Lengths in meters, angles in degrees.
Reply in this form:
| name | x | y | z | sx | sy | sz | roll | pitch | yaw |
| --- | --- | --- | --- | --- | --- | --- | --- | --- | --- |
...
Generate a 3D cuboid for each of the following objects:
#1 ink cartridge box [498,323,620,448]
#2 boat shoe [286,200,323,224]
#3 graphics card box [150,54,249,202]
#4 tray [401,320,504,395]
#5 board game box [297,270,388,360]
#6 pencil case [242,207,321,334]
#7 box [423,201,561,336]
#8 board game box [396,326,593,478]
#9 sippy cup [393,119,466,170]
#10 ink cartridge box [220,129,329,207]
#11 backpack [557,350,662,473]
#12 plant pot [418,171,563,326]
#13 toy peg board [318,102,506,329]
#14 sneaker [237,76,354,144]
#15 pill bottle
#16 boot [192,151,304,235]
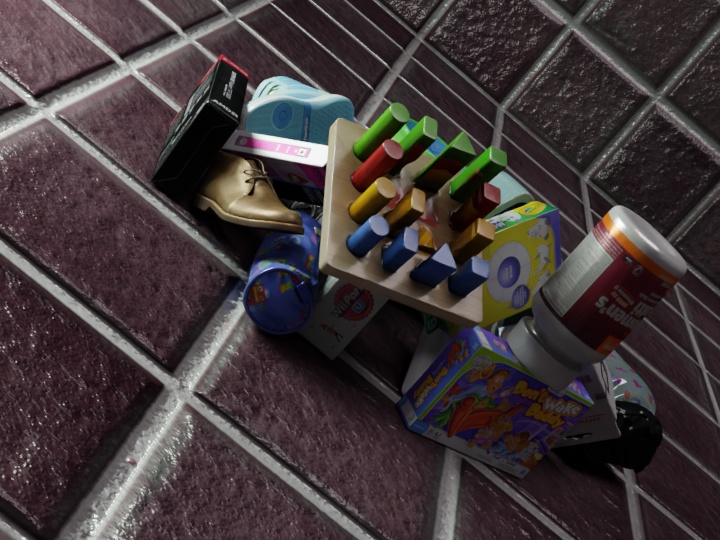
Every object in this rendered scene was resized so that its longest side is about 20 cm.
| name | x | y | z | sx | sy | sz | roll | pitch | yaw |
| --- | --- | --- | --- | --- | --- | --- | --- | --- | --- |
| ink cartridge box | 0.255 | 0.143 | 1.551 | 0.201 | 0.115 | 0.067 | 59 | 26 | -46 |
| boat shoe | -0.068 | -0.062 | 1.595 | 0.071 | 0.072 | 0.200 | 31 | 9 | -3 |
| graphics card box | -0.194 | -0.178 | 1.497 | 0.051 | 0.126 | 0.200 | 35 | 19 | -15 |
| tray | 0.125 | 0.085 | 1.496 | 0.107 | 0.022 | 0.201 | 32 | 64 | -21 |
| board game box | 0.000 | 0.000 | 1.448 | 0.064 | 0.148 | 0.200 | 40 | 19 | -8 |
| pencil case | -0.080 | -0.002 | 1.392 | 0.079 | 0.086 | 0.200 | 62 | 13 | -19 |
| box | 0.156 | 0.000 | 1.466 | 0.199 | 0.119 | 0.048 | -20 | 25 | -29 |
| board game box | 0.159 | 0.156 | 1.431 | 0.199 | 0.135 | 0.045 | 27 | 22 | -34 |
| sippy cup | 0.080 | -0.152 | 1.965 | 0.177 | 0.131 | 0.140 | 36 | 18 | -15 |
| ink cartridge box | -0.067 | -0.117 | 1.464 | 0.198 | 0.037 | 0.095 | 11 | -27 | 29 |
| backpack | 0.325 | 0.177 | 1.722 | 0.166 | 0.127 | 0.200 | 21 | 24 | -37 |
| plant pot | 0.154 | -0.023 | 1.645 | 0.197 | 0.194 | 0.200 | 60 | 6 | -27 |
| toy peg board | 0.069 | -0.071 | 1.323 | 0.198 | 0.098 | 0.201 | 20 | 52 | -23 |
| sneaker | -0.116 | -0.204 | 1.585 | 0.130 | 0.080 | 0.199 | 25 | 21 | 35 |
| pill bottle | 0.264 | 0.034 | 1.383 | 0.109 | 0.200 | 0.110 | 35 | 18 | -14 |
| boot | -0.126 | -0.088 | 1.392 | 0.073 | 0.076 | 0.199 | 14 | 7 | -39 |
